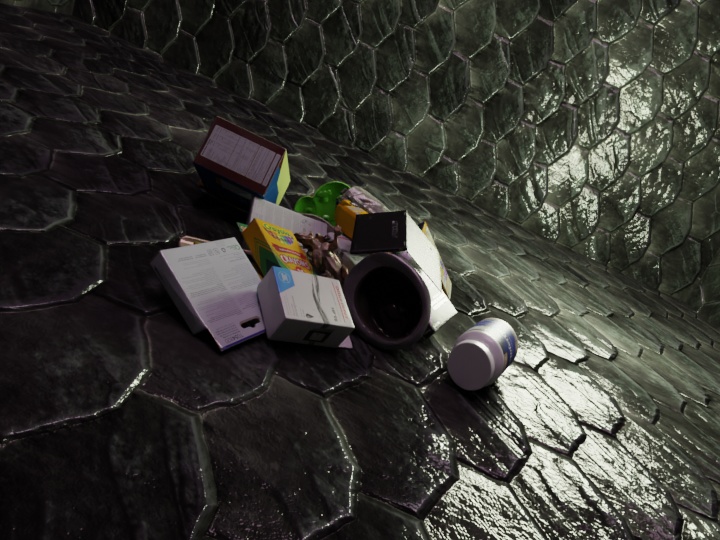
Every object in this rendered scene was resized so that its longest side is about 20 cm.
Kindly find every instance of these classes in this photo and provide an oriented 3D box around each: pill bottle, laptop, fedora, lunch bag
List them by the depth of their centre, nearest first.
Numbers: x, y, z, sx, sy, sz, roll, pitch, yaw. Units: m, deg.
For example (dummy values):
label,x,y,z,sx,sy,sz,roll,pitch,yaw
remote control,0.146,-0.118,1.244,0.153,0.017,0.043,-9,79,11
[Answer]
label,x,y,z,sx,sy,sz,roll,pitch,yaw
fedora,0.059,0.071,1.204,0.200,0.177,0.090,44,-4,14
pill bottle,0.258,0.177,1.207,0.114,0.119,0.198,31,21,21
laptop,0.084,-0.044,1.306,0.192,0.119,0.189,-4,30,7
lunch bag,0.031,-0.129,1.577,0.199,0.140,0.169,39,-13,22

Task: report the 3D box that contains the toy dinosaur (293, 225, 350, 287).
label,x,y,z,sx,sy,sz,roll,pitch,yaw
toy dinosaur,-0.070,-0.012,1.271,0.084,0.205,0.135,-22,-3,-15

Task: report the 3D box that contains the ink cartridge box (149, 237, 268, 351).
label,x,y,z,sx,sy,sz,roll,pitch,yaw
ink cartridge box,-0.243,0.042,1.010,0.202,0.040,0.198,54,28,10

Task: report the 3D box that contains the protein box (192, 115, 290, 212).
label,x,y,z,sx,sy,sz,roll,pitch,yaw
protein box,-0.300,-0.254,1.474,0.195,0.138,0.199,25,-15,2

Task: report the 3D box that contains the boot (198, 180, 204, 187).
label,x,y,z,sx,sy,sz,roll,pitch,yaw
boot,-0.353,-0.244,1.656,0.193,0.070,0.190,16,28,-1

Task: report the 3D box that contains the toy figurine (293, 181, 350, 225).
label,x,y,z,sx,sy,sz,roll,pitch,yaw
toy figurine,-0.120,-0.197,1.743,0.193,0.156,0.184,-8,14,-13

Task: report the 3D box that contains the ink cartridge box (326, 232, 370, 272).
label,x,y,z,sx,sy,sz,roll,pitch,yaw
ink cartridge box,0.000,0.000,1.388,0.143,0.088,0.200,11,22,-34

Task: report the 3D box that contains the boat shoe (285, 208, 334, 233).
label,x,y,z,sx,sy,sz,roll,pitch,yaw
boat shoe,-0.140,-0.116,1.474,0.194,0.075,0.063,19,14,9

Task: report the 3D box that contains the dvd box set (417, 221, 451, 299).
label,x,y,z,sx,sy,sz,roll,pitch,yaw
dvd box set,0.204,-0.026,1.599,0.205,0.029,0.147,65,16,-11

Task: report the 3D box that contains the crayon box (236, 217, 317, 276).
label,x,y,z,sx,sy,sz,roll,pitch,yaw
crayon box,-0.171,-0.033,1.203,0.126,0.051,0.202,16,35,-56

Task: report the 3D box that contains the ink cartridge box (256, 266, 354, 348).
label,x,y,z,sx,sy,sz,roll,pitch,yaw
ink cartridge box,-0.086,0.072,1.064,0.196,0.067,0.118,13,43,-40

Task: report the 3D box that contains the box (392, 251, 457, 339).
label,x,y,z,sx,sy,sz,roll,pitch,yaw
box,0.134,0.045,1.319,0.203,0.036,0.142,56,34,5

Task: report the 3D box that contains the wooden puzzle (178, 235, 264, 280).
label,x,y,z,sx,sy,sz,roll,pitch,yaw
wooden puzzle,-0.269,-0.007,1.156,0.180,0.038,0.201,14,23,-30

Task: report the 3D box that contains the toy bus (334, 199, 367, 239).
label,x,y,z,sx,sy,sz,roll,pitch,yaw
toy bus,0.004,-0.108,1.446,0.198,0.067,0.077,38,24,31

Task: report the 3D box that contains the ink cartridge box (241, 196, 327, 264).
label,x,y,z,sx,sy,sz,roll,pitch,yaw
ink cartridge box,-0.178,-0.077,1.355,0.195,0.057,0.166,22,40,-21
